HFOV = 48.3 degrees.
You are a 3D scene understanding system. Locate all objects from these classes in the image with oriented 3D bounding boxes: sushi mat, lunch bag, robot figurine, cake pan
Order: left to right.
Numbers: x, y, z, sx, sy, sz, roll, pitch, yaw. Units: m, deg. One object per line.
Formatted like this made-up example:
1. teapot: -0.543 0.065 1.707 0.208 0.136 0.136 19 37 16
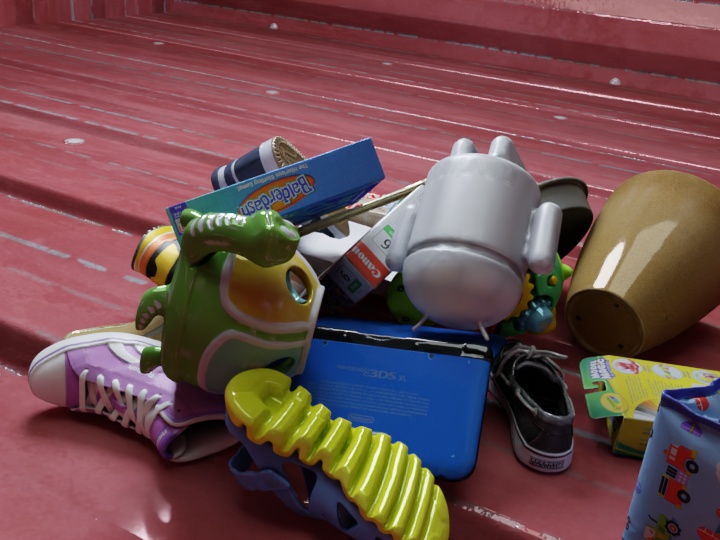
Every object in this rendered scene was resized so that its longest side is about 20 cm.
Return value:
1. sushi mat: -0.017 -0.062 0.901 0.200 0.012 0.096 -22 3 -14
2. robot figurine: 0.104 -0.029 0.760 0.169 0.113 0.200 -1 61 34
3. cake pan: 0.199 -0.034 0.980 0.200 0.200 0.037 -12 60 -33
4. lunch bag: 0.287 0.182 0.529 0.094 0.151 0.200 -10 28 -31

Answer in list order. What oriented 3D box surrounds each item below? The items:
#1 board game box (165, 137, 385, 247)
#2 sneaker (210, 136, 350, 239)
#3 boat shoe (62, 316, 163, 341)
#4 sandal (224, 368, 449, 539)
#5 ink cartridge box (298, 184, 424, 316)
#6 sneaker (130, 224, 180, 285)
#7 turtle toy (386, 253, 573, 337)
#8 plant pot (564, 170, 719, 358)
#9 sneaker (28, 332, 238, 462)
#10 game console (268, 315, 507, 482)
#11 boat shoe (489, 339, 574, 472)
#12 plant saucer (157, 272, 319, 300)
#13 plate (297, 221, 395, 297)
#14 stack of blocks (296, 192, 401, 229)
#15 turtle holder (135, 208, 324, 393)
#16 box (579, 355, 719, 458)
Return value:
1. board game box: -0.087 -0.065 0.798 0.200 0.045 0.152 -20 0 -10
2. sneaker: -0.095 -0.081 0.956 0.108 0.200 0.070 -21 60 17
3. boat shoe: -0.195 0.063 0.794 0.200 0.076 0.072 1 24 -10
4. sandal: -0.024 0.158 0.612 0.200 0.087 0.079 34 33 11
5. ink cartridge box: 0.000 0.000 0.854 0.050 0.109 0.200 47 60 -1
6. sneaker: -0.168 -0.020 0.935 0.090 0.070 0.200 34 31 17
7. turtle toy: 0.127 0.017 0.861 0.200 0.146 0.101 -9 11 8
8. plant pot: 0.322 0.009 0.928 0.186 0.187 0.200 22 43 34
9. sneaker: -0.192 0.112 0.693 0.200 0.073 0.114 2 27 -7
10. game console: 0.024 0.108 0.746 0.200 0.118 0.171 5 64 18
11. boat shoe: 0.163 0.107 0.777 0.073 0.068 0.199 6 23 2
12. plant saucer: -0.135 0.026 0.942 0.200 0.035 0.200 5 24 -2
13. plate: 0.011 -0.014 1.020 0.199 0.032 0.200 17 19 2
14. stack of blocks: -0.017 -0.085 1.184 0.200 0.059 0.115 12 24 14
15. turtle holder: -0.096 0.016 0.655 0.132 0.186 0.141 16 24 -2
16. box: 0.311 0.137 0.768 0.200 0.048 0.117 10 24 5
